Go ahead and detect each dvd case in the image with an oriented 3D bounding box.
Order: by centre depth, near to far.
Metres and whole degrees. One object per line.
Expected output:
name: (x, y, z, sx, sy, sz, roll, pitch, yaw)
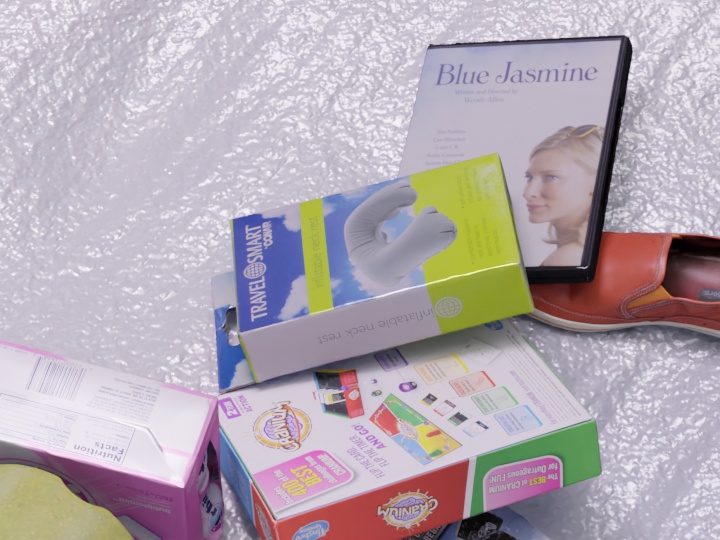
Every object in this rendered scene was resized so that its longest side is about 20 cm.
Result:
dvd case: (0.095, -0.073, 1.696, 0.142, 0.018, 0.200, -2, 51, 19)

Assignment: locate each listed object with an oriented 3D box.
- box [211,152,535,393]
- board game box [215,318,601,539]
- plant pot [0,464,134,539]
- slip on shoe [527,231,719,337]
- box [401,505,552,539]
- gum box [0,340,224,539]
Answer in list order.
box: (0.000, 0.000, 1.610, 0.200, 0.048, 0.122, -14, 37, 5)
board game box: (0.022, 0.098, 1.555, 0.200, 0.040, 0.153, -16, 30, -12)
plant pot: (-0.214, 0.212, 1.436, 0.200, 0.201, 0.184, 24, 48, 14)
slip on shoe: (0.181, 0.001, 1.651, 0.200, 0.061, 0.074, 8, 58, 9)
box: (0.037, 0.220, 1.514, 0.137, 0.040, 0.200, 37, 62, 20)
gum box: (-0.175, 0.107, 1.537, 0.200, 0.114, 0.066, 14, 57, 8)
